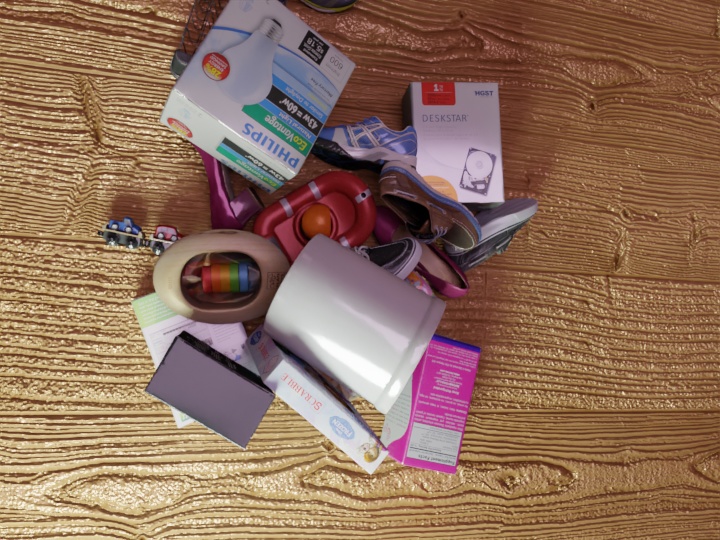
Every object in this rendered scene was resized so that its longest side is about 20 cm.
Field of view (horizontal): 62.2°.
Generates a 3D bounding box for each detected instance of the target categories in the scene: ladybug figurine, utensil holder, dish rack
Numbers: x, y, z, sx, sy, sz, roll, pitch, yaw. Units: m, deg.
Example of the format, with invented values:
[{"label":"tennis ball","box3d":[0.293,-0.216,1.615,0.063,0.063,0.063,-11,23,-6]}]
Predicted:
[{"label":"ladybug figurine","box3d":[-0.195,0.006,0.863,0.196,0.072,0.138,2,103,-13]},{"label":"utensil holder","box3d":[-0.010,0.068,0.811,0.198,0.170,0.172,30,78,4]},{"label":"dish rack","box3d":[-0.202,-0.381,0.945,0.151,0.054,0.204,17,79,-15]}]

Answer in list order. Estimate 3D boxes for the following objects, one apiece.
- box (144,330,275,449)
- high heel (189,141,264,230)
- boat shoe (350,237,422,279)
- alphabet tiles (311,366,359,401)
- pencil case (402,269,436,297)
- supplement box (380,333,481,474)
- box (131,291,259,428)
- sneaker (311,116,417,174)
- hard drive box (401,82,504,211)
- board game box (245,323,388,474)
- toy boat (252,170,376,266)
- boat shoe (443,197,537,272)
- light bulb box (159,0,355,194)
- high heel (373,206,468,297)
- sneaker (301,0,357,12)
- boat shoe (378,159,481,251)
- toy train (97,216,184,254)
[{"label":"box","box3d":[-0.198,0.150,0.792,0.140,0.200,0.080,31,80,-10]},{"label":"high heel","box3d":[-0.239,-0.146,0.916,0.096,0.067,0.201,-36,85,8]},{"label":"boat shoe","box3d":[-0.001,-0.002,0.922,0.197,0.074,0.068,-27,132,12]},{"label":"alphabet tiles","box3d":[-0.018,0.104,0.984,0.164,0.006,0.203,-24,92,-17]},{"label":"pencil case","box3d":[0.030,0.086,0.935,0.199,0.087,0.088,-42,97,-3]},{"label":"supplement box","box3d":[0.109,0.207,0.960,0.102,0.101,0.204,17,82,-19]},{"label":"box","box3d":[-0.242,0.114,0.905,0.142,0.036,0.203,-20,93,-16]},{"label":"sneaker","box3d":[-0.001,-0.206,0.962,0.196,0.076,0.078,13,82,5]},{"label":"hard drive box","box3d":[0.154,-0.206,1.008,0.153,0.077,0.204,-3,85,-7]},{"label":"board game box","box3d":[-0.068,0.173,0.845,0.041,0.199,0.200,-47,109,-6]},{"label":"toy boat","box3d":[-0.065,-0.070,0.912,0.198,0.131,0.132,-33,95,-10]},{"label":"boat shoe","box3d":[0.229,-0.063,1.042,0.198,0.072,0.072,-28,116,-17]},{"label":"light bulb box","box3d":[-0.146,-0.255,0.853,0.197,0.124,0.202,32,71,-20]},{"label":"high heel","box3d":[0.098,-0.036,0.972,0.199,0.096,0.068,41,78,-9]},{"label":"sneaker","box3d":[-0.089,-0.485,0.969,0.196,0.081,0.075,12,83,-15]},{"label":"boat shoe","box3d":[0.103,-0.081,0.921,0.198,0.072,0.073,33,54,-17]},{"label":"toy train","box3d":[-0.290,-0.046,0.894,0.196,0.034,0.047,11,91,-10]}]
